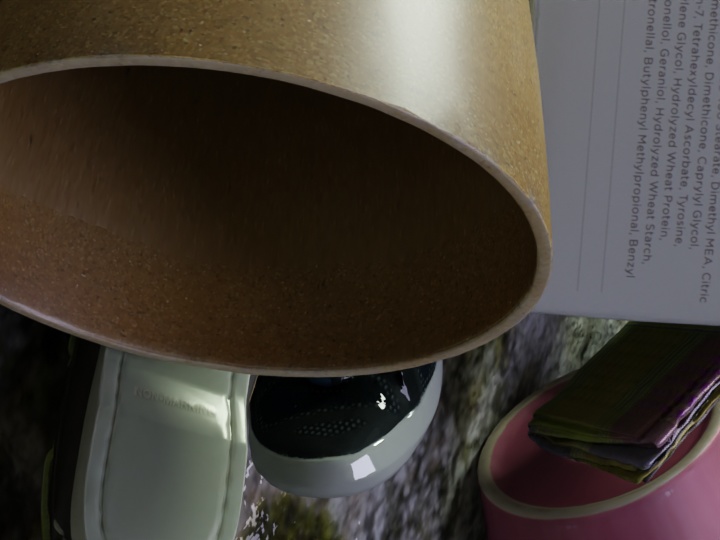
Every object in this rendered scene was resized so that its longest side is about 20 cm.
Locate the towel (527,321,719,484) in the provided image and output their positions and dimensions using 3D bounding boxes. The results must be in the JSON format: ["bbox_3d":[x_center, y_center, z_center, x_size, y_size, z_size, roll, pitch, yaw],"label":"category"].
[{"bbox_3d":[0.166,0.019,0.998,0.200,0.144,0.023,-42,100,-12],"label":"towel"}]

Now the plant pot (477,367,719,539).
[{"bbox_3d":[0.145,0.150,1.089,0.200,0.199,0.180,-51,127,-44],"label":"plant pot"}]

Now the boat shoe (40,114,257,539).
[{"bbox_3d":[-0.062,0.017,0.741,0.071,0.061,0.203,23,63,-19],"label":"boat shoe"}]

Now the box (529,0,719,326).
[{"bbox_3d":[0.128,-0.098,0.924,0.199,0.129,0.202,-84,177,-75],"label":"box"}]

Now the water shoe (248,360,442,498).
[{"bbox_3d":[0.000,0.000,0.857,0.201,0.071,0.079,-66,150,-47],"label":"water shoe"}]

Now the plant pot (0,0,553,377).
[{"bbox_3d":[-0.030,-0.098,0.658,0.187,0.185,0.202,53,39,-57],"label":"plant pot"}]
